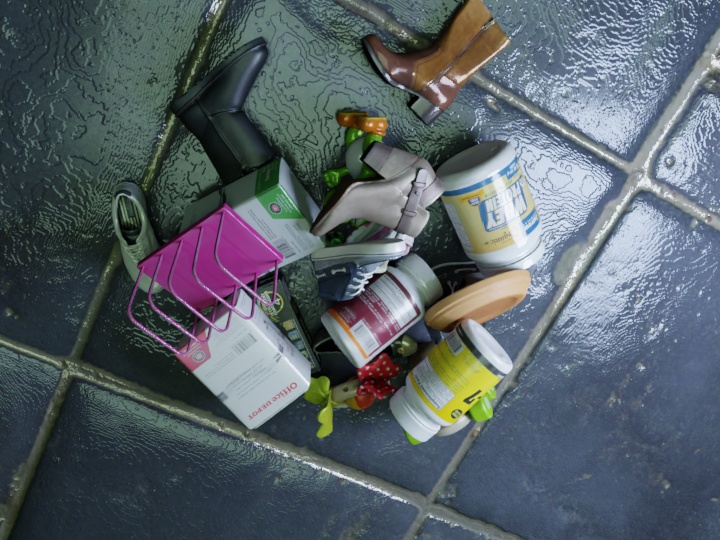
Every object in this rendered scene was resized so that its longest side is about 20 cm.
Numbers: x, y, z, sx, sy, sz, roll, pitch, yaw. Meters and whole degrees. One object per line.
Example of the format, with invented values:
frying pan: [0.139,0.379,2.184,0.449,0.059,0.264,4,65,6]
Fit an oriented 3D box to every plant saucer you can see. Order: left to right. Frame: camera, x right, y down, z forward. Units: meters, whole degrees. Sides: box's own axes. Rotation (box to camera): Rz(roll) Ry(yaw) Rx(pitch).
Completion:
plant saucer: [0.207,0.060,1.071,0.198,0.200,0.038,-23,73,2]

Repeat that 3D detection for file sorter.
file sorter: [-0.243,0.024,0.964,0.199,0.126,0.139,-29,128,23]

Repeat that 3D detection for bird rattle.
bird rattle: [-0.008,0.219,1.155,0.199,0.163,0.114,-30,70,12]

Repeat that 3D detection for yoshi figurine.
yoshi figurine: [-0.016,-0.162,1.042,0.110,0.113,0.202,6,112,9]

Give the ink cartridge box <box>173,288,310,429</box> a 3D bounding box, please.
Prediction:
ink cartridge box: [-0.203,0.159,1.091,0.146,0.083,0.200,-37,108,10]

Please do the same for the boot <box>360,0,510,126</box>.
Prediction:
boot: [0.122,-0.368,0.997,0.188,0.069,0.200,41,100,-17]

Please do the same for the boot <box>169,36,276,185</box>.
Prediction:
boot: [-0.187,-0.251,0.999,0.199,0.077,0.169,-34,106,14]

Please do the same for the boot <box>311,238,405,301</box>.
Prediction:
boot: [0.000,0.000,1.003,0.072,0.199,0.092,-13,97,-42]

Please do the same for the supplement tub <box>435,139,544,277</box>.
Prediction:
supplement tub: [0.226,-0.105,1.060,0.143,0.145,0.201,-27,110,4]

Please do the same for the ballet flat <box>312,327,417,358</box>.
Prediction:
ballet flat: [0.007,0.143,1.146,0.197,0.057,0.067,1,124,13]

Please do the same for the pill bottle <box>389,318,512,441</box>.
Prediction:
pill bottle: [0.149,0.188,1.042,0.114,0.115,0.200,39,105,-17]

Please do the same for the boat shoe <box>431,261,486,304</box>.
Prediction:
boat shoe: [0.193,0.026,1.147,0.197,0.060,0.075,-11,115,-1]

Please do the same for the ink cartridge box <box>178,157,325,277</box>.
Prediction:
ink cartridge box: [-0.177,-0.073,1.022,0.198,0.084,0.147,-23,131,16]

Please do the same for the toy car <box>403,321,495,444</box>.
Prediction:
toy car: [0.138,0.195,1.165,0.163,0.158,0.202,-25,95,21]

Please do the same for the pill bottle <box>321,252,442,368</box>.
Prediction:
pill bottle: [0.040,0.065,1.078,0.199,0.114,0.115,-37,110,-11]

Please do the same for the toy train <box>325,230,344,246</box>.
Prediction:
toy train: [-0.022,0.020,1.136,0.056,0.042,0.201,-23,111,14]

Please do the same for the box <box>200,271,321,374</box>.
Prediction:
box: [-0.182,0.123,1.149,0.159,0.049,0.202,-20,111,5]

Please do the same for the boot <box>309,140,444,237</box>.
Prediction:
boot: [0.033,-0.099,0.968,0.146,0.070,0.200,35,105,-20]

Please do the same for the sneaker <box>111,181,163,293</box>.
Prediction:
sneaker: [-0.386,-0.048,1.055,0.072,0.071,0.202,-13,110,-1]

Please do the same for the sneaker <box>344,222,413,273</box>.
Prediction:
sneaker: [0.065,-0.073,1.046,0.200,0.088,0.081,-50,148,17]
